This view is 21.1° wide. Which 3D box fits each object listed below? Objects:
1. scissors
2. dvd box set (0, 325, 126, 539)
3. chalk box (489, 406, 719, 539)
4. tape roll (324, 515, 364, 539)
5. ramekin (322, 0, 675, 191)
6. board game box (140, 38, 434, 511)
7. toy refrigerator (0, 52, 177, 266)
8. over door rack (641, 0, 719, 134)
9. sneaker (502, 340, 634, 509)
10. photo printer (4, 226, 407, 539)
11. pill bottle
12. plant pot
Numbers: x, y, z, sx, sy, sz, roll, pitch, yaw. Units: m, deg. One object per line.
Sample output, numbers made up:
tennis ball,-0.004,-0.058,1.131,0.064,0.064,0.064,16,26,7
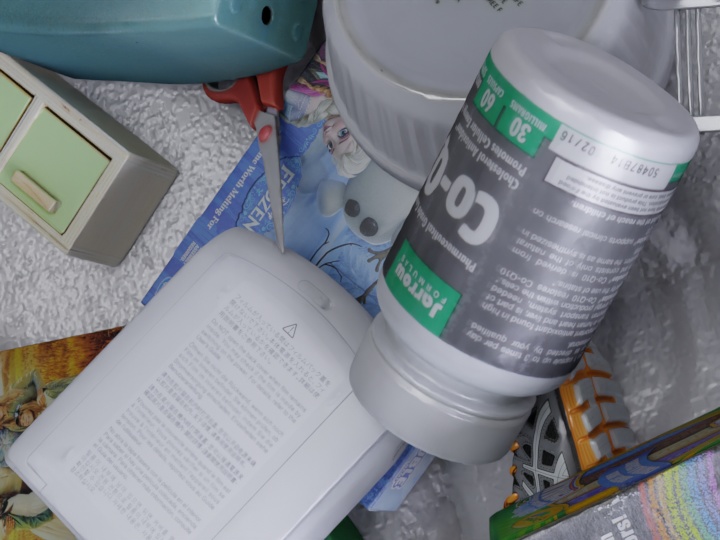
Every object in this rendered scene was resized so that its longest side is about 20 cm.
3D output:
scissors,-0.051,-0.092,1.126,0.073,0.014,0.201,-45,37,16
dvd box set,-0.209,0.119,1.177,0.199,0.029,0.148,-11,70,36
chalk box,0.135,0.159,0.937,0.199,0.124,0.125,-24,88,4
tape roll,-0.083,0.211,1.132,0.199,0.048,0.202,-4,81,24
ramekin,0.069,-0.145,1.060,0.200,0.094,0.204,-5,70,13
board game box,0.000,0.000,1.125,0.199,0.043,0.201,39,99,22
toy refrigerator,-0.218,-0.092,1.220,0.200,0.070,0.076,38,98,23
over door rack,0.245,-0.146,0.988,0.198,0.067,0.149,0,82,1
sneaker,0.110,0.115,1.045,0.077,0.078,0.202,-20,76,25
photo printer,-0.074,0.087,1.065,0.166,0.069,0.200,42,85,18
pill bottle,0.077,-0.010,0.967,0.113,0.113,0.201,37,115,24
plant pot,-0.126,-0.185,1.134,0.199,0.141,0.143,12,88,35
